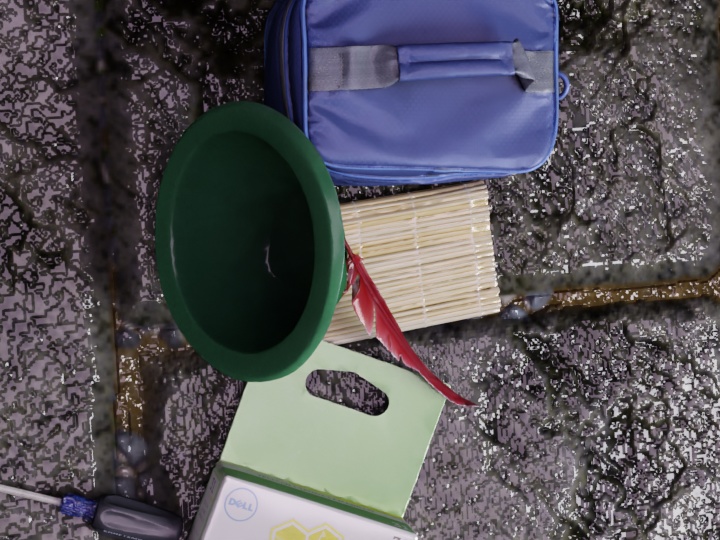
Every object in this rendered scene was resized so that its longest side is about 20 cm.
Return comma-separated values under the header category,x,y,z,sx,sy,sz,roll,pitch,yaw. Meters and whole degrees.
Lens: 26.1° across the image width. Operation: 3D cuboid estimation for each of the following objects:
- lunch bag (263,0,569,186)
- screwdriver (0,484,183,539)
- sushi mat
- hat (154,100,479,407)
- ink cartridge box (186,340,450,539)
category,x,y,z,sx,sy,sz,roll,pitch,yaw
lunch bag,0.041,-0.124,1.017,0.198,0.132,0.137,-2,94,-15
screwdriver,-0.212,0.149,1.016,0.199,0.029,0.028,16,89,-17
sushi mat,0.000,0.000,1.075,0.199,0.012,0.096,-11,97,-15
hat,-0.021,-0.014,1.033,0.175,0.165,0.201,-10,114,-48
ink cartridge box,-0.029,0.155,1.051,0.145,0.048,0.201,20,95,-15
